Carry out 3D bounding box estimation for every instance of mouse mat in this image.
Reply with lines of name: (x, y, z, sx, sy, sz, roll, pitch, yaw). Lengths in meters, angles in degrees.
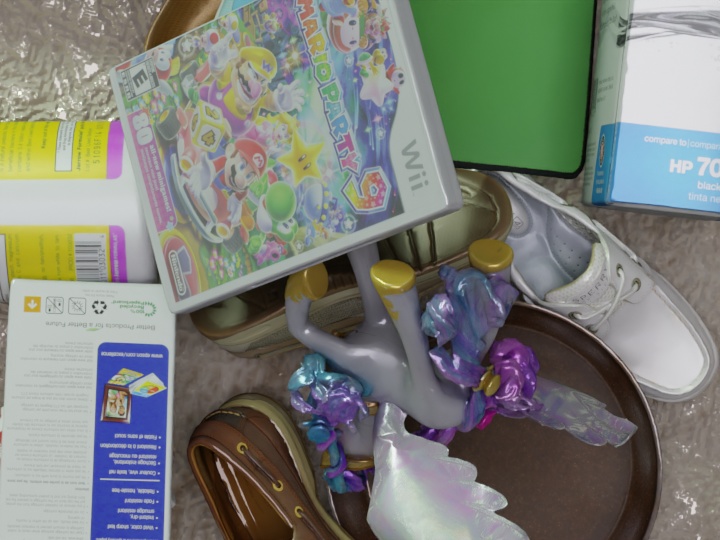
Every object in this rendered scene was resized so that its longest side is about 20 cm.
mouse mat: (0.079, -0.137, 1.472, 0.007, 0.199, 0.162, 5, 92, 36)

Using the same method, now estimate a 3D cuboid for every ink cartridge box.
ink cartridge box: (-0.151, 0.103, 1.427, 0.094, 0.037, 0.201, 2, 67, -6)
ink cartridge box: (0.181, -0.132, 1.480, 0.085, 0.146, 0.201, 7, 91, -1)

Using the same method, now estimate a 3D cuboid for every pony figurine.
pony figurine: (0.040, 0.065, 1.424, 0.192, 0.201, 0.167, 23, 47, 26)

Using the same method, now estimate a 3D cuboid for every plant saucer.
plant saucer: (0.079, 0.114, 1.526, 0.199, 0.034, 0.202, 1, 97, 7)

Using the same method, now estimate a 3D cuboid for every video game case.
video game case: (-0.044, -0.072, 1.378, 0.199, 0.018, 0.144, -20, 81, 36)

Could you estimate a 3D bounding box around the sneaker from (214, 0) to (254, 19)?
sneaker: (-0.016, -0.203, 1.423, 0.079, 0.131, 0.200, 30, 61, 19)

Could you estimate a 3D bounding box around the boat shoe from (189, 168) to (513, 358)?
boat shoe: (0.000, 0.000, 1.504, 0.199, 0.065, 0.073, -22, 58, 13)

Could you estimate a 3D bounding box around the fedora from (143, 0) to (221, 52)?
fedora: (-0.030, -0.109, 1.505, 0.199, 0.082, 0.202, 0, 91, -1)

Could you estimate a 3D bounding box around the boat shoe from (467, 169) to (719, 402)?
boat shoe: (0.129, 0.008, 1.520, 0.200, 0.069, 0.071, 39, 91, -2)

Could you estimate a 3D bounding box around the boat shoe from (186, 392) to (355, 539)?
boat shoe: (-0.043, 0.171, 1.510, 0.072, 0.067, 0.201, -29, 90, 32)

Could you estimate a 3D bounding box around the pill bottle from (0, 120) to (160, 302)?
pill bottle: (-0.216, -0.034, 1.492, 0.199, 0.104, 0.105, 0, 92, -2)

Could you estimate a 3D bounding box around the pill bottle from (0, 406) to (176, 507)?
pill bottle: (-0.213, 0.146, 1.493, 0.199, 0.112, 0.113, -28, 92, -1)
